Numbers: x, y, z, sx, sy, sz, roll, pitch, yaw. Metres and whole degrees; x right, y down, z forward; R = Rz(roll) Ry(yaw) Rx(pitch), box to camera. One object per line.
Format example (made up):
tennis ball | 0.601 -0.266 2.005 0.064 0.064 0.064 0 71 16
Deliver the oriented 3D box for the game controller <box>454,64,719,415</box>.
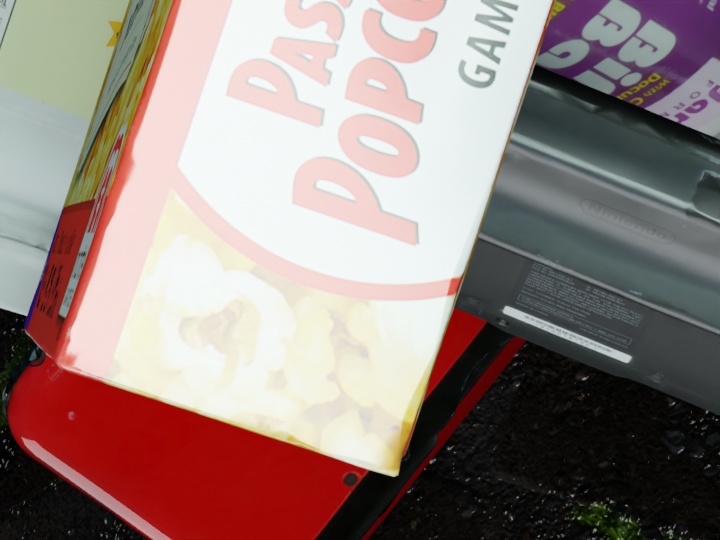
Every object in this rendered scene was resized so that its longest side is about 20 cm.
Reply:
game controller | 0.059 -0.007 0.709 0.200 0.042 0.104 23 162 2

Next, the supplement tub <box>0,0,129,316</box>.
supplement tub | -0.118 -0.098 0.873 0.145 0.200 0.145 18 178 1

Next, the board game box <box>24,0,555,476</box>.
board game box | 0.006 -0.077 0.422 0.046 0.200 0.151 19 177 -8

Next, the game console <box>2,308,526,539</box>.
game console | 0.000 0.000 0.931 0.172 0.200 0.119 37 -178 -23

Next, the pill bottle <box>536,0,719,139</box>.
pill bottle | 0.056 -0.093 0.779 0.112 0.113 0.200 16 177 39
